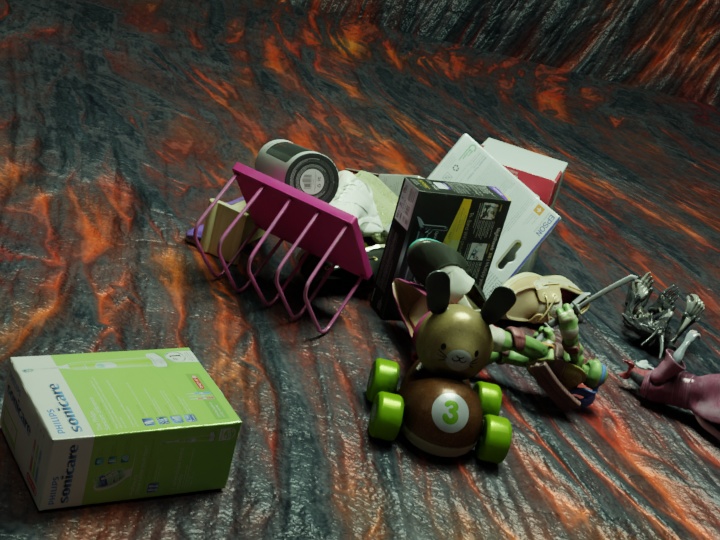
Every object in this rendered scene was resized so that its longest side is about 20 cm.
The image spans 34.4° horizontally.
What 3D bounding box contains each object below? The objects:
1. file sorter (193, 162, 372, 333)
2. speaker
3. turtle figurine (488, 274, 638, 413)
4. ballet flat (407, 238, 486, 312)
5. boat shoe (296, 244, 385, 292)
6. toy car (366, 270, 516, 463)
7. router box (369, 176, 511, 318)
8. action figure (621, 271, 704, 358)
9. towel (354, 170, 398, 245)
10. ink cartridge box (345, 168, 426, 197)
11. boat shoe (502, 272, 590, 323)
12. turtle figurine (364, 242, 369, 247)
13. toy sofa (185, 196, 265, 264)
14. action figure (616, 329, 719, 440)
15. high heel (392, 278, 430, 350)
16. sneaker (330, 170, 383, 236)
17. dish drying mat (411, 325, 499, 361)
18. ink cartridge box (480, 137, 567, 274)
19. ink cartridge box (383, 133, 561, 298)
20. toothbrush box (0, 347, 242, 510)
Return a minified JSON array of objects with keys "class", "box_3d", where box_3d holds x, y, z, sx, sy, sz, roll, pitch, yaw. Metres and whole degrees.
[{"class":"file sorter","box_3d":[-0.107,-0.024,1.567,0.199,0.139,0.126,25,66,24]},{"class":"speaker","box_3d":[-0.094,-0.139,1.675,0.080,0.082,0.200,8,9,-18]},{"class":"turtle figurine","box_3d":[0.240,0.076,1.555,0.192,0.202,0.144,8,12,-11]},{"class":"ballet flat","box_3d":[0.134,0.024,1.612,0.200,0.068,0.069,40,14,-48]},{"class":"boat shoe","box_3d":[-0.001,0.002,1.709,0.200,0.074,0.063,3,48,-40]},{"class":"toy car","box_3d":[0.110,0.102,1.376,0.162,0.202,0.158,13,23,-8]},{"class":"router box","box_3d":[0.114,-0.027,1.673,0.156,0.202,0.052,4,25,-28]},{"class":"action figure","box_3d":[0.471,0.062,1.846,0.118,0.103,0.200,28,21,-2]},{"class":"towel","box_3d":[0.052,-0.076,1.859,0.200,0.036,0.149,44,27,-4]},{"class":"ink cartridge box","box_3d":[0.094,-0.127,2.025,0.175,0.045,0.199,9,-5,43]},{"class":"boat shoe","box_3d":[0.282,0.047,1.784,0.199,0.074,0.069,-8,27,-44]},{"class":"turtle figurine","box_3d":[-0.034,-0.078,1.858,0.199,0.065,0.162,31,28,-17]},{"class":"toy sofa","box_3d":[-0.175,-0.087,1.767,0.097,0.084,0.200,25,24,17]},{"class":"action figure","box_3d":[0.454,0.174,1.626,0.198,0.134,0.150,11,63,20]},{"class":"high heel","box_3d":[0.073,0.054,1.541,0.096,0.067,0.200,41,13,1]},{"class":"sneaker","box_3d":[-0.031,-0.095,1.699,0.077,0.101,0.200,-8,1,18]},{"class":"dish drying mat","box_3d":[0.145,0.109,1.623,0.076,0.018,0.200,25,24,22]},{"class":"ink cartridge box","box_3d":[0.235,-0.090,1.903,0.143,0.202,0.145,18,21,11]},{"class":"ink cartridge box","box_3d":[0.170,-0.070,1.782,0.200,0.200,0.041,41,-3,0]},{"class":"toothbrush box","box_3d":[-0.242,0.153,1.170,0.198,0.087,0.146,0,28,-35]}]
